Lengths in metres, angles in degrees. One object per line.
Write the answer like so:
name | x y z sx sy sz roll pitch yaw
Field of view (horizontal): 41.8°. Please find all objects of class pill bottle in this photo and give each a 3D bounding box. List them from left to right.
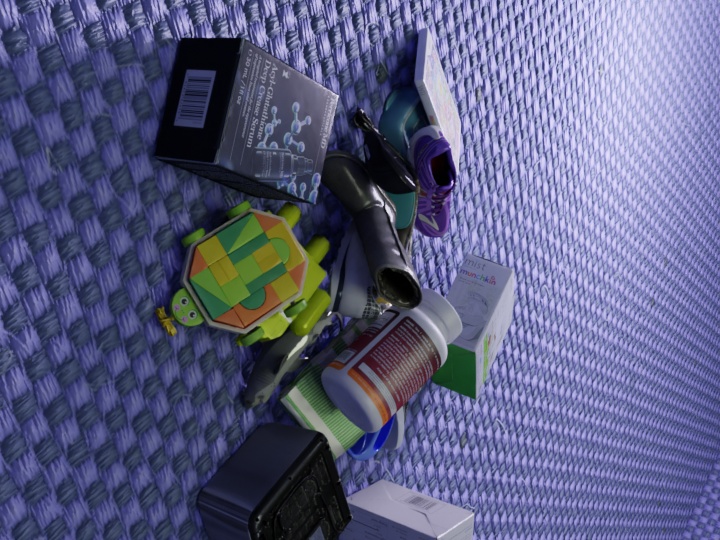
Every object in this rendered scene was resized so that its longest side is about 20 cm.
pill bottle | 0.049 0.121 1.327 0.200 0.112 0.114 -42 132 -21

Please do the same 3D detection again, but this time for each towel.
towel | -0.014 0.162 1.372 0.200 0.023 0.153 -46 118 -20

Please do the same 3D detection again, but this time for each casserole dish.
casserole dish | 0.093 -0.207 1.548 0.122 0.038 0.201 -56 138 -31

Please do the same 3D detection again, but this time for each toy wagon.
toy wagon | -0.160 0.015 1.171 0.199 0.039 0.156 -34 97 -22

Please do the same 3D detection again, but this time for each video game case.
video game case | 0.129 -0.275 1.552 0.145 0.018 0.201 -82 154 -42

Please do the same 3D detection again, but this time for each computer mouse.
computer mouse | 0.045 -0.145 1.387 0.046 0.201 0.140 -39 127 10

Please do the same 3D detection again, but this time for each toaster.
toaster | -0.117 0.342 1.313 0.200 0.117 0.183 -46 133 -39

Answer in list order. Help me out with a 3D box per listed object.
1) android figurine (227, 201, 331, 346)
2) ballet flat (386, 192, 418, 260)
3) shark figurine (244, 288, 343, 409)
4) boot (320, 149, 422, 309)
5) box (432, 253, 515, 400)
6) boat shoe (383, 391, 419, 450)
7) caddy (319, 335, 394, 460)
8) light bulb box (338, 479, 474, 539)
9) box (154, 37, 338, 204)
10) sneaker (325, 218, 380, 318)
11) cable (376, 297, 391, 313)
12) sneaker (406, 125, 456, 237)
android figurine | -0.122 0.008 1.244 0.182 0.041 0.201 49 57 -17
ballet flat | 0.054 -0.063 1.518 0.072 0.071 0.204 -1 99 -55
shark figurine | -0.099 0.083 1.318 0.214 0.089 0.129 -45 167 -29
boot | 0.010 -0.058 1.325 0.181 0.072 0.202 37 31 -31
box | 0.201 0.103 1.685 0.178 0.096 0.201 -62 160 -24
boat shoe | 0.058 0.197 1.571 0.067 0.073 0.203 -14 101 -38
caddy | 0.002 0.188 1.457 0.141 0.104 0.203 3 96 -56
light bulb box | 0.071 0.482 1.552 0.124 0.196 0.203 -10 108 -51
box | -0.135 -0.179 1.164 0.199 0.106 0.151 17 84 -56
sneaker | 0.000 0.000 1.377 0.201 0.079 0.077 -78 180 -50
cable | 0.029 -0.007 1.472 0.097 0.049 0.203 103 -8 -73
sneaker | 0.116 -0.129 1.506 0.080 0.084 0.202 -21 132 -15
